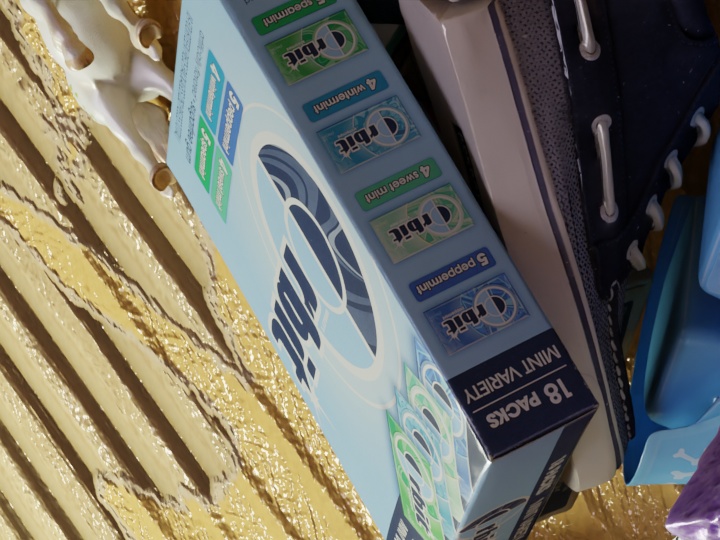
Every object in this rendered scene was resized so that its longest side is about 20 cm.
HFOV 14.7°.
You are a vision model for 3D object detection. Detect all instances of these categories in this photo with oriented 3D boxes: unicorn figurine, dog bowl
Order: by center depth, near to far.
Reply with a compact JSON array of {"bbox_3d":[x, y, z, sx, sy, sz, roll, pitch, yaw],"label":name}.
[{"bbox_3d":[0.132,-0.005,0.923,0.049,0.112,0.200,13,138,-1],"label":"dog bowl"},{"bbox_3d":[-0.124,-0.122,1.283,0.137,0.074,0.201,50,156,46],"label":"unicorn figurine"}]

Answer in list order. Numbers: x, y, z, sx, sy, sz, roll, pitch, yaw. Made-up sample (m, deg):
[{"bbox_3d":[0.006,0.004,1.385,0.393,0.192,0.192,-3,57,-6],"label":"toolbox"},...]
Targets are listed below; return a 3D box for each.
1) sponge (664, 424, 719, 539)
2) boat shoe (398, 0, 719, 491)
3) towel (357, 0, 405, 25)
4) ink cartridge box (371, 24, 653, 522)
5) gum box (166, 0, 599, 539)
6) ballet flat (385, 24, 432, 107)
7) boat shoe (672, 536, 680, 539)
[{"bbox_3d":[0.168,-0.003,0.775,0.030,0.200,0.111,42,154,-15],"label":"sponge"},{"bbox_3d":[0.082,-0.027,0.918,0.075,0.092,0.201,-129,20,-61],"label":"boat shoe"},{"bbox_3d":[-0.027,-0.144,0.982,0.200,0.048,0.112,13,114,53],"label":"towel"},{"bbox_3d":[0.023,-0.014,1.086,0.200,0.075,0.165,61,156,28],"label":"ink cartridge box"},{"bbox_3d":[0.000,0.000,0.955,0.200,0.044,0.170,59,163,16],"label":"gum box"},{"bbox_3d":[0.076,-0.122,0.953,0.072,0.068,0.200,33,128,3],"label":"ballet flat"},{"bbox_3d":[0.138,0.119,1.051,0.069,0.056,0.200,52,149,22],"label":"boat shoe"}]
